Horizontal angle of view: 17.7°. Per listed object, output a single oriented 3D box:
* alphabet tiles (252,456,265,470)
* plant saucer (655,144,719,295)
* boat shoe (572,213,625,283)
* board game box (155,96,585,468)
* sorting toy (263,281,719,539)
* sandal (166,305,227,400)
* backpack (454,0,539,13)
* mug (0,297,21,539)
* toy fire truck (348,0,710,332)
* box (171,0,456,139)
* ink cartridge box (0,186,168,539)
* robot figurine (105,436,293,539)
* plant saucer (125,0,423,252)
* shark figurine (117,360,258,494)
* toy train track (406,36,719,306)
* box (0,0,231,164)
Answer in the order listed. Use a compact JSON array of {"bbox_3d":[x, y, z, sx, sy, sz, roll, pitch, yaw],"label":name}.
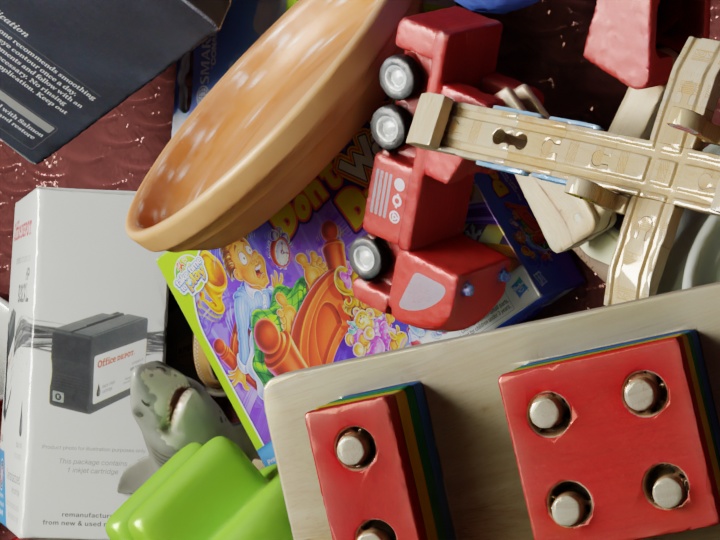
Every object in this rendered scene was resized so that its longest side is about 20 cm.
[{"bbox_3d":[-0.005,0.070,1.262,0.200,0.006,0.167,3,89,52],"label":"alphabet tiles"},{"bbox_3d":[0.184,0.012,0.914,0.199,0.050,0.201,-11,63,24],"label":"plant saucer"},{"bbox_3d":[0.160,0.000,1.002,0.202,0.075,0.075,46,116,45],"label":"boat shoe"},{"bbox_3d":[0.000,0.000,1.174,0.200,0.045,0.135,-37,78,35],"label":"board game box"},{"bbox_3d":[0.068,0.122,0.878,0.199,0.070,0.200,-12,91,18],"label":"sorting toy"},{"bbox_3d":[-0.080,0.029,1.308,0.200,0.054,0.082,-22,68,57],"label":"sandal"},{"bbox_3d":[0.062,-0.217,1.041,0.167,0.200,0.163,-8,47,49],"label":"backpack"},{"bbox_3d":[-0.294,0.133,1.531,0.178,0.133,0.201,55,131,42],"label":"mug"},{"bbox_3d":[0.073,-0.053,1.040,0.141,0.049,0.201,26,117,33],"label":"toy fire truck"},{"bbox_3d":[-0.029,-0.105,1.276,0.200,0.048,0.123,5,90,52],"label":"box"},{"bbox_3d":[-0.165,0.055,1.369,0.145,0.083,0.201,173,100,-77],"label":"ink cartridge box"},{"bbox_3d":[-0.036,0.179,1.161,0.200,0.116,0.175,50,157,-7],"label":"robot figurine"},{"bbox_3d":[-0.036,-0.081,1.144,0.200,0.037,0.200,-42,17,15],"label":"plant saucer"},{"bbox_3d":[-0.106,0.148,1.268,0.089,0.128,0.216,8,100,31],"label":"shark figurine"},{"bbox_3d":[0.087,-0.050,0.951,0.200,0.032,0.115,16,87,46],"label":"toy train track"},{"bbox_3d":[-0.145,-0.198,1.317,0.200,0.117,0.197,-29,32,46],"label":"box"}]
